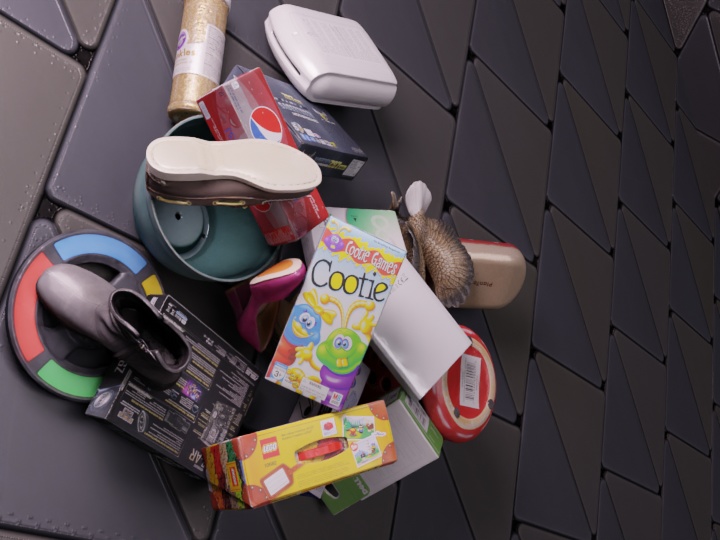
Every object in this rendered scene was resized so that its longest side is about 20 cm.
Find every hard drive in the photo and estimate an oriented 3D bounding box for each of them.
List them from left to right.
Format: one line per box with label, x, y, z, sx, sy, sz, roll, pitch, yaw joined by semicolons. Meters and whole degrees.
hard drive;0.060;0.068;1.033;0.131;0.027;0.201;-38;89;-31

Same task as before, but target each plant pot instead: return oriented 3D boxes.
plant pot;-0.211;-0.080;0.908;0.197;0.132;0.207;10;75;-44
plant pot;0.106;0.183;1.149;0.197;0.180;0.207;10;75;-41

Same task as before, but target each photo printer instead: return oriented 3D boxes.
photo printer;-0.052;-0.336;1.119;0.197;0.070;0.169;-6;58;-46

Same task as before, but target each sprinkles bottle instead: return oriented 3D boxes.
sprinkles bottle;-0.222;-0.303;0.982;0.067;0.067;0.206;16;72;-41

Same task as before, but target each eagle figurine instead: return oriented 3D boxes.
eagle figurine;0.100;-0.029;1.200;0.150;0.201;0.152;-36;155;-5

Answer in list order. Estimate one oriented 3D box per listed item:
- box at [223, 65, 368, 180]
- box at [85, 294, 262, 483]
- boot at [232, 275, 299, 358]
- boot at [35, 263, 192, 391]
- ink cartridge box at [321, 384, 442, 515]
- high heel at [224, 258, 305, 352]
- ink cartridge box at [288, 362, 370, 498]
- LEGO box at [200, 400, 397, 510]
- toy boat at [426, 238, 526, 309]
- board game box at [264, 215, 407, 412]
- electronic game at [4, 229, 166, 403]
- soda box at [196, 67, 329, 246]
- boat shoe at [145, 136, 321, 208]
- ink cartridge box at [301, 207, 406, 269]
box;-0.090;-0.208;1.020;0.158;0.051;0.199;49;21;18
box;-0.223;0.152;0.890;0.200;0.043;0.163;48;54;-42
boot;-0.087;0.034;1.068;0.200;0.065;0.178;-47;118;-42
boot;-0.261;0.043;0.756;0.198;0.132;0.071;35;63;-4
ink cartridge box;0.013;0.265;1.049;0.105;0.198;0.059;54;19;-6
high heel;-0.107;0.049;0.884;0.067;0.198;0.098;-32;97;-39
ink cartridge box;-0.062;0.224;1.032;0.044;0.093;0.203;42;56;-29
LEGO box;-0.078;0.227;0.870;0.196;0.148;0.079;-8;77;-33
toy boat;0.210;-0.008;1.335;0.194;0.132;0.134;5;119;-17
board game box;-0.031;0.049;0.868;0.101;0.105;0.205;22;92;-4
electronic game;-0.318;0.053;0.842;0.197;0.041;0.207;9;77;-44
soda box;-0.118;-0.136;0.873;0.070;0.062;0.204;-39;111;-42
boat shoe;-0.142;-0.104;0.799;0.194;0.060;0.073;1;54;-22
ink cartridge box;0.000;0.000;1.062;0.157;0.050;0.204;1;56;-27
